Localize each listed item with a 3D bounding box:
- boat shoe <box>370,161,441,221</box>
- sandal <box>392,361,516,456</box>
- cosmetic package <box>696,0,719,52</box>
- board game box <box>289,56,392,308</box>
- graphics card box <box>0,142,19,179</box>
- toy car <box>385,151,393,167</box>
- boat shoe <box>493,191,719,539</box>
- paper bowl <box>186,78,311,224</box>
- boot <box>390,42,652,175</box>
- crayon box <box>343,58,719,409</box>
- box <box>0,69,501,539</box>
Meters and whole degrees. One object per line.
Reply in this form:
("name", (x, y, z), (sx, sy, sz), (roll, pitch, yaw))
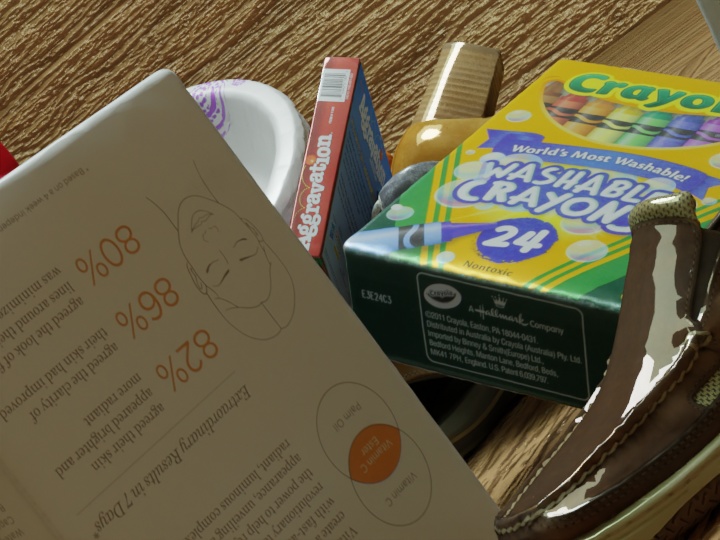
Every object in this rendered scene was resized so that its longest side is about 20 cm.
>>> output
("boat shoe", (0.037, -0.014, 0.946), (0.071, 0.068, 0.200), (-26, -7, 5))
("sandal", (0.040, 0.048, 0.940), (0.200, 0.054, 0.080), (-39, 5, -30))
("cosmetic package", (0.219, -0.194, 0.880), (0.165, 0.201, 0.167), (-23, 9, 27))
("board game box", (0.000, 0.000, 0.964), (0.201, 0.019, 0.104), (72, -154, -58))
("graphics card box", (-0.215, 0.031, 0.734), (0.200, 0.051, 0.125), (-49, -2, 24))
("toy car", (-0.045, 0.003, 1.217), (0.199, 0.151, 0.175), (-37, -29, 22))
("boat shoe", (0.101, 0.013, 0.617), (0.202, 0.075, 0.075), (-40, 4, -30))
("paper bowl", (-0.089, 0.007, 1.047), (0.199, 0.105, 0.202), (-24, 37, 20))
("boot", (0.112, -0.036, 1.103), (0.071, 0.199, 0.145), (43, -119, -71))
("crayon box", (0.100, -0.025, 0.800), (0.125, 0.052, 0.200), (12, 35, 32))
("box", (-0.073, 0.066, 0.666), (0.106, 0.201, 0.152), (-32, 7, 44))
